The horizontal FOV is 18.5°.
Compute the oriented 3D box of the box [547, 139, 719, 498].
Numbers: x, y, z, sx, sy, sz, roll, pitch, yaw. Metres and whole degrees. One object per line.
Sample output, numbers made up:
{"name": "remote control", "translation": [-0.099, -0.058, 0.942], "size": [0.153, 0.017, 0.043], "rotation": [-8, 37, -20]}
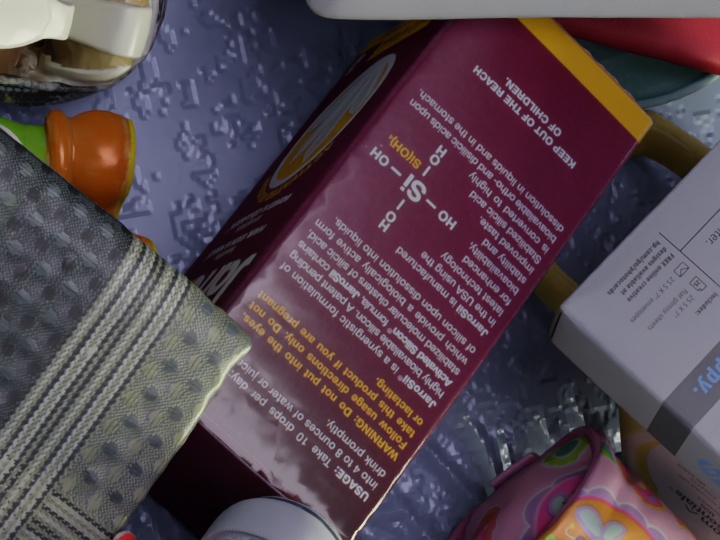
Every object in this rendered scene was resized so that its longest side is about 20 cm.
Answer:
{"name": "box", "translation": [0.189, 0.032, 0.760], "size": [0.200, 0.041, 0.156], "rotation": [44, 77, 11]}

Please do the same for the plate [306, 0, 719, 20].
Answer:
{"name": "plate", "translation": [0.068, -0.174, 0.807], "size": [0.198, 0.032, 0.201], "rotation": [-2, 54, -9]}

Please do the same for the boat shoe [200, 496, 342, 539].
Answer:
{"name": "boat shoe", "translation": [-0.016, 0.144, 0.748], "size": [0.062, 0.072, 0.201], "rotation": [-48, 146, -40]}

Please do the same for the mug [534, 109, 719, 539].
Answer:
{"name": "mug", "translation": [0.165, 0.033, 0.860], "size": [0.153, 0.186, 0.150], "rotation": [-48, 129, -22]}

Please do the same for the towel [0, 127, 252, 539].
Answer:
{"name": "towel", "translation": [-0.162, 0.042, 0.666], "size": [0.192, 0.035, 0.200], "rotation": [38, 88, -19]}

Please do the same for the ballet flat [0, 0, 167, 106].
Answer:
{"name": "ballet flat", "translation": [-0.110, -0.086, 0.731], "size": [0.200, 0.072, 0.073], "rotation": [2, 78, -59]}

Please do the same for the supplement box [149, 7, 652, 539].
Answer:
{"name": "supplement box", "translation": [0.000, 0.000, 0.792], "size": [0.086, 0.110, 0.200], "rotation": [43, 67, -12]}

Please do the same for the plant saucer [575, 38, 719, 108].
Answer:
{"name": "plant saucer", "translation": [0.086, -0.160, 0.901], "size": [0.199, 0.036, 0.202], "rotation": [5, 78, -24]}

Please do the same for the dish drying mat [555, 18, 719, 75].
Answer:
{"name": "dish drying mat", "translation": [0.086, -0.128, 0.866], "size": [0.199, 0.018, 0.077], "rotation": [12, 77, -24]}

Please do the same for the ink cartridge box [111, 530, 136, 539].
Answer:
{"name": "ink cartridge box", "translation": [-0.058, 0.195, 0.685], "size": [0.116, 0.067, 0.201], "rotation": [-49, 139, -43]}

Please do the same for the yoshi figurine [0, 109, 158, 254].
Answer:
{"name": "yoshi figurine", "translation": [-0.174, -0.003, 0.726], "size": [0.199, 0.112, 0.113], "rotation": [2, 101, -24]}

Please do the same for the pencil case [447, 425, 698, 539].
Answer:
{"name": "pencil case", "translation": [0.120, 0.156, 0.840], "size": [0.200, 0.087, 0.088], "rotation": [47, 66, -12]}
